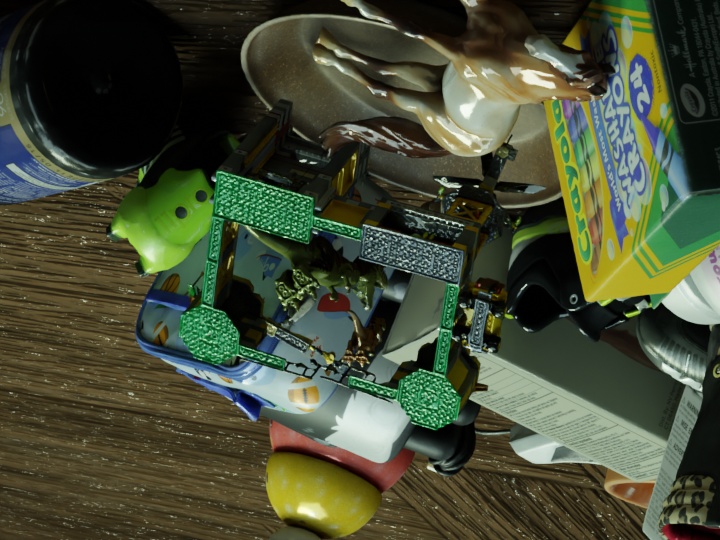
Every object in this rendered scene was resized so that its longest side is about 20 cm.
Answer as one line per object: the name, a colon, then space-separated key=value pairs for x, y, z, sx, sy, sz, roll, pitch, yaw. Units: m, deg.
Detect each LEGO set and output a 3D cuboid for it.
LEGO set: x=0.001 y=-0.010 z=1.392 sx=0.199 sy=0.116 sz=0.155 roll=9 pitch=120 yaw=17

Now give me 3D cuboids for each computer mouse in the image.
computer mouse: x=0.139 y=0.097 z=1.714 sx=0.199 sy=0.110 sz=0.044 roll=-4 pitch=121 yaw=28

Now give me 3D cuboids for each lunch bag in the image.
lunch bag: x=-0.057 y=0.008 z=1.530 sx=0.075 sy=0.161 sz=0.200 roll=33 pitch=170 yaw=-26

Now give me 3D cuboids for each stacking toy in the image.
stacking toy: x=-0.023 y=0.141 z=1.801 sx=0.145 sy=0.201 sz=0.146 roll=19 pitch=159 yaw=7

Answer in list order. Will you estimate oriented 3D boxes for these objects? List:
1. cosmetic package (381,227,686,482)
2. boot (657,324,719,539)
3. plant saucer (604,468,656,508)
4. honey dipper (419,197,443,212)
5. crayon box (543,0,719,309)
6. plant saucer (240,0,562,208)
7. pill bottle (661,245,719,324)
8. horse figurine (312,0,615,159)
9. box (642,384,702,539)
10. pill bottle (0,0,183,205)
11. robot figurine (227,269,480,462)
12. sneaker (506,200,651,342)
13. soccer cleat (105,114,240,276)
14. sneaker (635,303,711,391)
cosmetic package: x=0.129 y=0.051 z=1.585 sx=0.199 sy=0.088 sz=0.103 roll=27 pitch=161 yaw=-16
boot: x=0.248 y=0.083 z=1.348 sx=0.073 sy=0.151 sz=0.199 roll=34 pitch=159 yaw=-34
plant saucer: x=0.270 y=0.155 z=1.735 sx=0.199 sy=0.033 sz=0.200 roll=10 pitch=168 yaw=2
honey dipper: x=0.000 y=0.000 z=1.559 sx=0.199 sy=0.038 sz=0.038 roll=-28 pitch=131 yaw=36
crayon box: x=0.139 y=-0.065 z=1.221 sx=0.051 sy=0.127 sz=0.200 roll=-7 pitch=164 yaw=-13
plant saucer: x=0.032 y=-0.100 z=1.381 sx=0.199 sy=0.037 sz=0.201 roll=20 pitch=160 yaw=8
pill bottle: x=0.232 y=-0.025 z=1.257 sx=0.112 sy=0.113 sz=0.200 roll=31 pitch=157 yaw=-23
horse figurine: x=0.044 y=-0.100 z=1.255 sx=0.132 sy=0.050 sz=0.200 roll=29 pitch=154 yaw=-4
box: x=0.291 y=0.147 z=1.514 sx=0.199 sy=0.102 sz=0.113 roll=9 pitch=-163 yaw=-19
pill bottle: x=-0.201 y=-0.099 z=1.507 sx=0.112 sy=0.112 sz=0.200 roll=33 pitch=156 yaw=-28
robot figurine: x=-0.013 y=0.052 z=1.687 sx=0.199 sy=0.151 sz=0.125 roll=23 pitch=-173 yaw=-5
sneaker: x=0.159 y=0.007 z=1.452 sx=0.072 sy=0.083 sz=0.199 roll=35 pitch=156 yaw=-33
soccer cleat: x=-0.099 y=-0.057 z=1.497 sx=0.068 sy=0.081 sz=0.200 roll=50 pitch=-165 yaw=-14
sneaker: x=0.264 y=0.044 z=1.474 sx=0.199 sy=0.067 sz=0.091 roll=17 pitch=157 yaw=3
